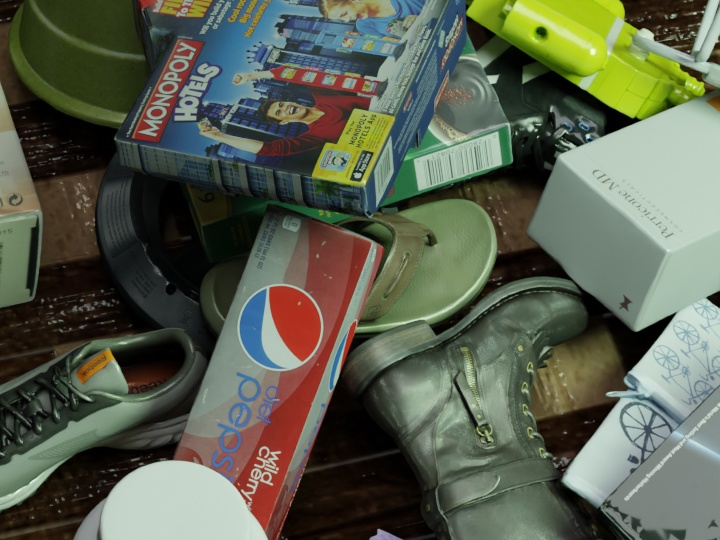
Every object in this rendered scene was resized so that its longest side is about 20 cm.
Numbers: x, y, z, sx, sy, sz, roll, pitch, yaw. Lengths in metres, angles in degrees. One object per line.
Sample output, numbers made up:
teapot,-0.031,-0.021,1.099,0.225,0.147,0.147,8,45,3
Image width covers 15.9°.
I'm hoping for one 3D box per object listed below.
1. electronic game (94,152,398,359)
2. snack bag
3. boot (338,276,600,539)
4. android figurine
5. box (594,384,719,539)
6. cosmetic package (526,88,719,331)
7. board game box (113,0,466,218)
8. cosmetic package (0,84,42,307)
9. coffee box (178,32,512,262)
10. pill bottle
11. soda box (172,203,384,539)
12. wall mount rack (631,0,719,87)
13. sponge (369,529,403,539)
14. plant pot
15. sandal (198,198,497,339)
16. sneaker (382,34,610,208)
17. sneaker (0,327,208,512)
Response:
electronic game,-0.069,-0.025,1.627,0.200,0.042,0.200,9,55,-12
snack bag,0.232,0.120,1.546,0.189,0.021,0.200,38,47,8
boot,0.094,0.103,1.543,0.200,0.069,0.174,-19,65,-31
android figurine,0.139,-0.161,1.700,0.200,0.041,0.182,32,18,3
box,0.258,0.124,1.468,0.200,0.044,0.160,-43,80,-8
cosmetic package,0.213,-0.046,1.631,0.200,0.071,0.101,-24,56,-39
board game box,-0.060,-0.112,1.515,0.200,0.062,0.200,11,46,15
cosmetic package,-0.265,-0.079,1.604,0.087,0.103,0.200,-12,59,-17
coffee box,-0.019,-0.090,1.579,0.200,0.044,0.123,-18,56,-4
pill bottle,-0.104,0.185,1.381,0.109,0.200,0.109,3,55,-5
soda box,-0.053,0.066,1.495,0.070,0.063,0.200,21,90,7
wall mount rack,0.279,-0.140,1.657,0.200,0.174,0.075,23,98,2
sponge,0.016,0.251,1.456,0.112,0.030,0.200,25,55,8
plant pot,-0.131,-0.223,1.641,0.200,0.190,0.200,1,41,-1
sandal,0.000,0.001,1.569,0.201,0.057,0.080,-16,64,-27
sneaker,0.094,-0.083,1.657,0.112,0.073,0.200,34,46,15
sneaker,-0.181,0.081,1.518,0.200,0.079,0.074,-21,62,-19
